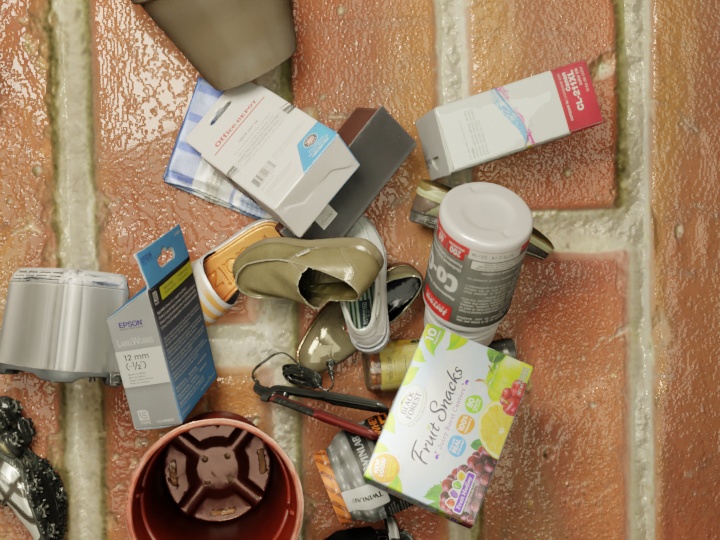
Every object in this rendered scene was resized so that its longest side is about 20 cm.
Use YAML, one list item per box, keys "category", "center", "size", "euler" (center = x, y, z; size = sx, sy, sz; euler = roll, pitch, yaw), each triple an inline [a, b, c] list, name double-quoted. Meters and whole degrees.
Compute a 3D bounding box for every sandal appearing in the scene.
- category: "sandal"
  center: [-0.178, 0.009, 1.288]
  size: [0.206, 0.059, 0.079]
  euler: [-41, 99, 3]

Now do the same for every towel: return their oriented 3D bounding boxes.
- category: "towel"
  center: [-0.138, -0.144, 1.312]
  size: [0.198, 0.024, 0.149]
  euler: [21, 89, -8]

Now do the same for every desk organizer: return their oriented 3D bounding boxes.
- category: "desk organizer"
  center: [-0.027, -0.107, 1.283]
  size: [0.072, 0.077, 0.201]
  euler: [42, 80, -25]

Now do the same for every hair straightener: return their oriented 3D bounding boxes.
- category: "hair straightener"
  center: [-0.052, 0.148, 1.290]
  size: [0.198, 0.041, 0.078]
  euler: [13, 72, 28]

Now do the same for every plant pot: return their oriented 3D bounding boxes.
- category: "plant pot"
  center: [-0.164, -0.319, 1.232]
  size: [0.198, 0.200, 0.175]
  euler: [-28, 113, -5]
- category: "plant pot"
  center: [-0.173, 0.261, 1.240]
  size: [0.198, 0.195, 0.204]
  euler: [0, 93, -7]

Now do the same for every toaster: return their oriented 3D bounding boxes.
- category: "toaster"
  center: [-0.347, 0.065, 1.218]
  size: [0.113, 0.198, 0.131]
  euler: [7, 86, -46]

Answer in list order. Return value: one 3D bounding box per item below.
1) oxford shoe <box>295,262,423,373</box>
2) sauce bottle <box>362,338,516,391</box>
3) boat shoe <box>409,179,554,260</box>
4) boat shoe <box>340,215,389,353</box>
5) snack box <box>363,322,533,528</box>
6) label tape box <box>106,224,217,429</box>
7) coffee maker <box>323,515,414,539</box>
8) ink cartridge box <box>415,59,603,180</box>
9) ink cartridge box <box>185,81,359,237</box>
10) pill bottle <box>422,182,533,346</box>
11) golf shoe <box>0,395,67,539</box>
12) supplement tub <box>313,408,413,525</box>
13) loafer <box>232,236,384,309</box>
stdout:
- category: "oxford shoe"
  center: [-0.002, 0.060, 1.313]
  size: [0.200, 0.075, 0.071]
  euler: [-43, 98, -3]
- category: "sauce bottle"
  center: [0.103, 0.118, 1.337]
  size: [0.197, 0.066, 0.067]
  euler: [-5, 93, -10]
- category: "boat shoe"
  center: [0.155, -0.054, 1.336]
  size: [0.198, 0.073, 0.065]
  euler: [24, 104, -9]
- category: "boat shoe"
  center: [0.000, 0.000, 1.268]
  size: [0.073, 0.067, 0.202]
  euler: [-17, 61, 3]
- category: "snack box"
  center: [0.105, 0.184, 1.228]
  size: [0.141, 0.053, 0.202]
  euler: [21, 73, 10]
- category: "label tape box"
  center: [-0.236, 0.063, 1.202]
  size: [0.065, 0.143, 0.203]
  euler: [-10, 104, 12]
- category: "coffee maker"
  center: [0.000, 0.409, 1.267]
  size: [0.190, 0.200, 0.136]
  euler: [-23, 95, -6]
- category: "ink cartridge box"
  center: [0.180, -0.186, 1.289]
  size: [0.198, 0.146, 0.084]
  euler: [-18, 94, -6]
- category: "ink cartridge box"
  center: [-0.109, -0.142, 1.241]
  size: [0.116, 0.200, 0.067]
  euler: [-50, 141, -4]
- category: "pill bottle"
  center: [0.137, 0.002, 1.263]
  size: [0.112, 0.115, 0.201]
  euler: [1, 135, -7]
- category: "golf shoe"
  center: [-0.433, 0.259, 1.277]
  size: [0.094, 0.078, 0.202]
  euler: [-21, 94, 12]
- category: "supplement tub"
  center: [0.047, 0.238, 1.304]
  size: [0.198, 0.123, 0.124]
  euler: [-23, 95, -6]
- category: "loafer"
  center: [-0.071, 0.005, 1.212]
  size: [0.198, 0.068, 0.076]
  euler: [-9, 132, 27]
